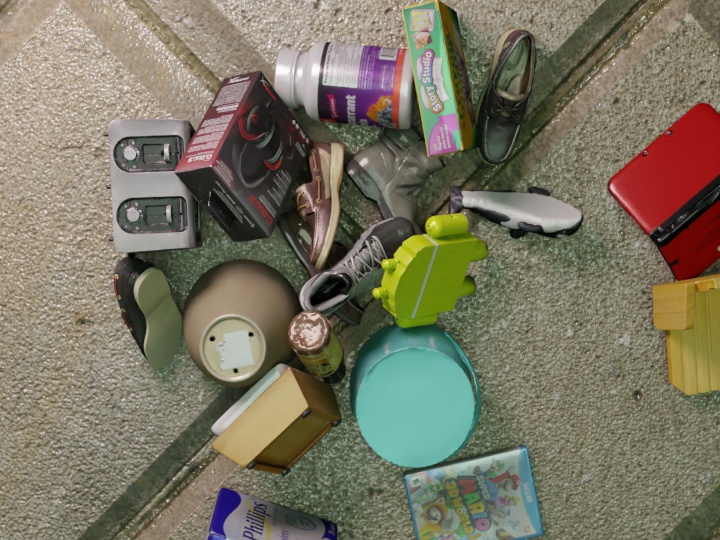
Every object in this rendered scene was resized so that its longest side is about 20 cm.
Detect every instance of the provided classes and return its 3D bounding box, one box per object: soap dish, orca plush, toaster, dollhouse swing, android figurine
[{"bbox_3d":[-0.116,0.222,1.634,0.157,0.200,0.081,-43,70,3],"label":"soap dish"},{"bbox_3d":[0.226,-0.069,1.673,0.196,0.106,0.072,0,129,-5],"label":"orca plush"},{"bbox_3d":[-0.290,-0.113,1.597,0.116,0.200,0.185,-2,90,-4],"label":"toaster"},{"bbox_3d":[0.553,0.092,1.657,0.196,0.182,0.179,-9,89,-6],"label":"dollhouse swing"},{"bbox_3d":[0.100,0.005,1.628,0.198,0.041,0.185,-9,126,-40],"label":"android figurine"}]

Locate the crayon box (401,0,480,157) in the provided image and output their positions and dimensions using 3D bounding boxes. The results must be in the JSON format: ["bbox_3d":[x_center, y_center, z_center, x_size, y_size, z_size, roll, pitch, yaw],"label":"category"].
[{"bbox_3d":[0.116,-0.266,1.581,0.057,0.172,0.204,-10,95,13],"label":"crayon box"}]

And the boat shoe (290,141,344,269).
[{"bbox_3d":[-0.066,-0.098,1.622,0.071,0.072,0.204,9,66,-8],"label":"boat shoe"}]

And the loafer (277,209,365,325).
[{"bbox_3d":[-0.046,-0.010,1.667,0.070,0.073,0.202,-33,98,4],"label":"loafer"}]

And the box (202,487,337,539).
[{"bbox_3d":[-0.139,0.427,1.667,0.197,0.184,0.107,18,98,-5],"label":"box"}]

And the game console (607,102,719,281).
[{"bbox_3d":[0.505,-0.114,1.702,0.199,0.119,0.173,-40,128,4],"label":"game console"}]

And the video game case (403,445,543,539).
[{"bbox_3d":[0.176,0.363,1.753,0.196,0.018,0.146,-13,97,-1],"label":"video game case"}]

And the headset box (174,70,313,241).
[{"bbox_3d":[-0.162,-0.149,1.563,0.074,0.202,0.149,-4,139,36],"label":"headset box"}]

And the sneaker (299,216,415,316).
[{"bbox_3d":[0.000,0.000,1.578,0.199,0.115,0.075,-40,91,0],"label":"sneaker"}]

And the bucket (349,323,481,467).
[{"bbox_3d":[0.078,0.187,1.667,0.203,0.135,0.212,0,99,-1],"label":"bucket"}]

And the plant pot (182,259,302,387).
[{"bbox_3d":[-0.174,0.091,1.613,0.183,0.200,0.191,0,98,-3],"label":"plant pot"}]

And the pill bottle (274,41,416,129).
[{"bbox_3d":[-0.020,-0.267,1.610,0.196,0.111,0.114,6,98,7],"label":"pill bottle"}]

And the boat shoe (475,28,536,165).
[{"bbox_3d":[0.212,-0.254,1.648,0.072,0.065,0.204,8,98,-5],"label":"boat shoe"}]

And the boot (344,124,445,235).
[{"bbox_3d":[0.079,-0.121,1.664,0.130,0.068,0.201,-38,98,-2],"label":"boot"}]

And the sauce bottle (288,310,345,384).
[{"bbox_3d":[-0.055,0.118,1.625,0.065,0.200,0.067,-4,67,10],"label":"sauce bottle"}]

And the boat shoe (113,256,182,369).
[{"bbox_3d":[-0.310,0.061,1.643,0.063,0.203,0.074,28,54,28],"label":"boat shoe"}]
